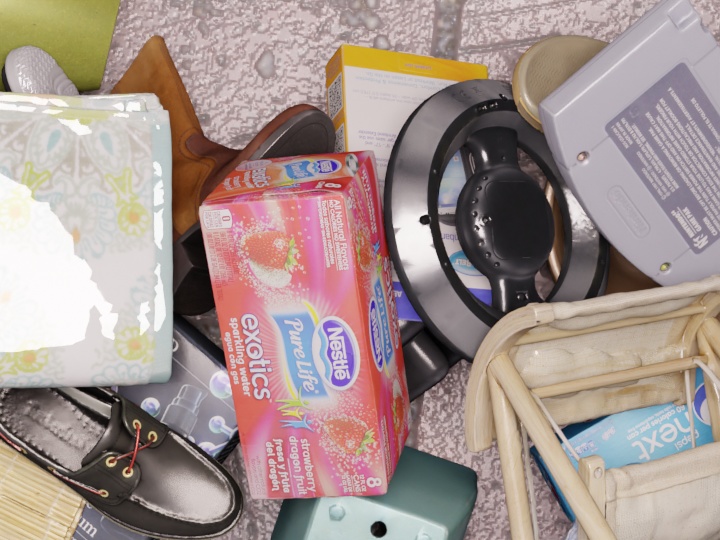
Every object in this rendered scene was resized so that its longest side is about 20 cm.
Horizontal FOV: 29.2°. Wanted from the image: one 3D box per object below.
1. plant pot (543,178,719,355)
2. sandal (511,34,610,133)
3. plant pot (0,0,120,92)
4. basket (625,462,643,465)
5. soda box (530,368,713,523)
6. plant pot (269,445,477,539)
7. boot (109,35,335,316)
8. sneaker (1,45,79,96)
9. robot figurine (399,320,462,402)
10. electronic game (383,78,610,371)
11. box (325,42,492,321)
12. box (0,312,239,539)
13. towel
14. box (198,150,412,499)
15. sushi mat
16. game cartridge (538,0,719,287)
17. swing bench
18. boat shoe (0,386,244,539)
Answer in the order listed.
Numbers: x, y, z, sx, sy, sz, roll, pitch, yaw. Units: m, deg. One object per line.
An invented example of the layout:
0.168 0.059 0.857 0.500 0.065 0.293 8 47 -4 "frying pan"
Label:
0.232 -0.035 1.047 0.199 0.093 0.203 0 87 2 "plant pot"
0.201 -0.124 0.955 0.198 0.054 0.081 10 67 -13 "sandal"
-0.282 -0.205 1.035 0.198 0.187 0.189 13 87 -14 "plant pot"
0.229 0.255 1.003 0.175 0.139 0.202 22 94 -13 "basket"
0.231 0.116 1.051 0.199 0.068 0.065 -29 88 -1 "soda box"
0.003 0.197 0.985 0.140 0.200 0.143 18 87 2 "plant pot"
-0.111 -0.099 1.006 0.189 0.068 0.201 -54 47 32 "boot"
-0.254 -0.068 1.027 0.113 0.076 0.201 -8 129 8 "sneaker"
0.000 0.000 1.031 0.125 0.150 0.201 -39 88 12 "robot figurine"
0.097 -0.031 0.938 0.198 0.041 0.202 8 75 -35 "electronic game"
0.039 -0.056 0.980 0.118 0.041 0.202 5 71 -22 "box"
-0.185 0.125 1.038 0.148 0.107 0.200 39 88 3 "box"
-0.210 -0.023 0.927 0.169 0.048 0.202 1 84 -19 "towel"
-0.030 0.034 0.880 0.094 0.100 0.202 -4 109 14 "box"
-0.289 0.140 0.979 0.199 0.012 0.096 25 87 2 "sushi mat"
0.209 -0.074 0.932 0.133 0.041 0.200 -41 123 4 "game cartridge"
0.186 0.117 0.897 0.197 0.130 0.202 -7 69 -29 "swing bench"
-0.171 0.125 0.949 0.200 0.063 0.074 28 69 1 "boat shoe"
